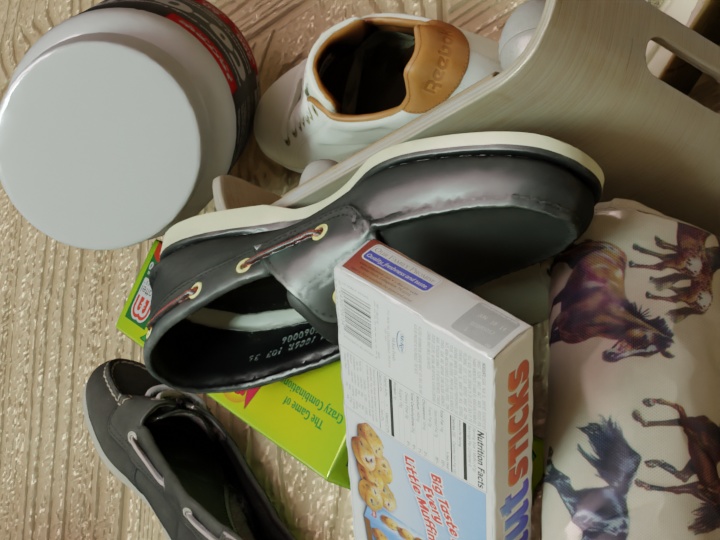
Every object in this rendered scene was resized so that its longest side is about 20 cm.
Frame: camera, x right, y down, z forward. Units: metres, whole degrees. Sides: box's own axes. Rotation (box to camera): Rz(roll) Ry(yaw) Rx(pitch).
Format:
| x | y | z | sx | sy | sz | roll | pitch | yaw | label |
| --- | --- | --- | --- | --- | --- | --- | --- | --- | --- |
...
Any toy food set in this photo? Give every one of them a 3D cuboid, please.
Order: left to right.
| x | y | z | sx | sy | sz | roll | pitch | yaw | label |
| --- | --- | --- | --- | --- | --- | --- | --- | --- | --- |
| 0.057 | -0.044 | 0.776 | 0.200 | 0.143 | 0.061 | -27 | 51 | 42 | toy food set |

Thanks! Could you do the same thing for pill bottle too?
| x | y | z | sx | sy | sz | roll | pitch | yaw | label |
| --- | --- | --- | --- | --- | --- | --- | --- | --- | --- |
| -0.113 | -0.078 | 0.971 | 0.114 | 0.114 | 0.200 | -58 | 5 | 12 | pill bottle |

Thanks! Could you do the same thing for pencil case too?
| x | y | z | sx | sy | sz | roll | pitch | yaw | label |
| --- | --- | --- | --- | --- | --- | --- | --- | --- | --- |
| 0.102 | 0.080 | 0.706 | 0.078 | 0.089 | 0.201 | -6 | 63 | 19 | pencil case |

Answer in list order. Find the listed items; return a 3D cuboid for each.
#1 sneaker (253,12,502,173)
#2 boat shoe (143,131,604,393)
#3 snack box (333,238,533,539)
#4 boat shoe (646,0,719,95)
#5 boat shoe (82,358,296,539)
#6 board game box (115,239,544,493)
| x | y | z | sx | sy | sz | roll | pitch | yaw | label |
| --- | --- | --- | --- | --- | --- | --- | --- | --- | --- |
| -0.006 | -0.093 | 0.938 | 0.200 | 0.084 | 0.073 | -5 | 68 | 54 | sneaker |
| 0.002 | 0.001 | 0.729 | 0.201 | 0.074 | 0.063 | -16 | 50 | 34 | boat shoe |
| 0.028 | 0.083 | 0.714 | 0.072 | 0.200 | 0.024 | 29 | 51 | 31 | snack box |
| 0.139 | -0.154 | 0.780 | 0.065 | 0.073 | 0.200 | 32 | 98 | 15 | boat shoe |
| -0.075 | 0.097 | 0.930 | 0.057 | 0.067 | 0.200 | -61 | 41 | 25 | boat shoe |
| -0.017 | 0.049 | 0.854 | 0.200 | 0.101 | 0.048 | 28 | 93 | 55 | board game box |
